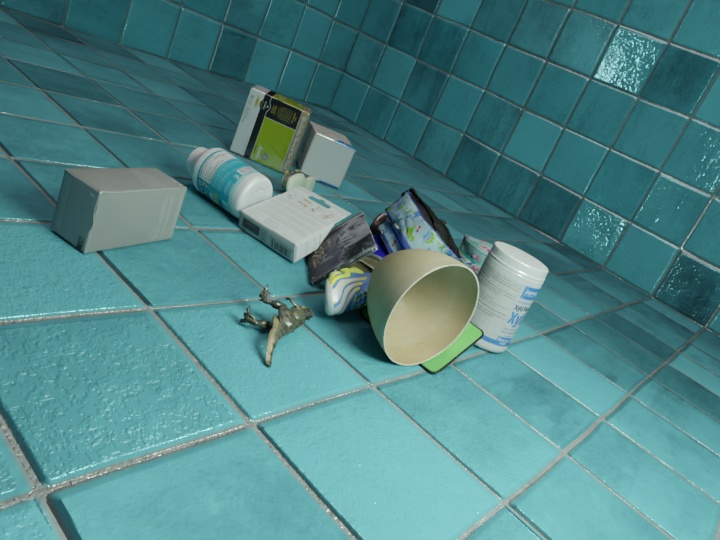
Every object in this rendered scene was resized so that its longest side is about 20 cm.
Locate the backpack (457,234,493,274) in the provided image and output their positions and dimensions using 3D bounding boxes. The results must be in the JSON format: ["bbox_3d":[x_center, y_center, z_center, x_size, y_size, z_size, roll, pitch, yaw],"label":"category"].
[{"bbox_3d":[0.309,0.013,1.486,0.175,0.152,0.201,21,24,-16],"label":"backpack"}]

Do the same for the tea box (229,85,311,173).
[{"bbox_3d":[-0.275,-0.439,1.837,0.194,0.203,0.134,23,18,-9],"label":"tea box"}]

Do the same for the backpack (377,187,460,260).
[{"bbox_3d":[0.146,-0.070,1.444,0.182,0.147,0.201,39,15,-35],"label":"backpack"}]

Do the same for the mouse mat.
[{"bbox_3d":[0.115,0.099,1.114,0.160,0.008,0.199,-29,53,-35],"label":"mouse mat"}]

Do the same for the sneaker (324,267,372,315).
[{"bbox_3d":[0.001,0.034,1.089,0.103,0.077,0.200,2,15,13],"label":"sneaker"}]

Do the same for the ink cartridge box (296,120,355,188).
[{"bbox_3d":[-0.123,-0.392,1.992,0.145,0.147,0.201,19,20,-18],"label":"ink cartridge box"}]

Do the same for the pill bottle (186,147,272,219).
[{"bbox_3d":[-0.299,-0.201,1.320,0.199,0.112,0.110,34,21,24],"label":"pill bottle"}]

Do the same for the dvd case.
[{"bbox_3d":[-0.044,-0.051,1.226,0.016,0.147,0.201,58,6,-24],"label":"dvd case"}]

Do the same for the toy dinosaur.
[{"bbox_3d":[-0.132,0.075,0.915,0.087,0.048,0.200,33,23,3],"label":"toy dinosaur"}]

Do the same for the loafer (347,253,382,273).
[{"bbox_3d":[0.000,0.000,1.247,0.069,0.076,0.199,-38,46,-22],"label":"loafer"}]

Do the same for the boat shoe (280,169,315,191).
[{"bbox_3d":[-0.184,-0.246,1.650,0.059,0.073,0.202,26,13,9],"label":"boat shoe"}]

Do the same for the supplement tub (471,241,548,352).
[{"bbox_3d":[0.294,0.057,1.249,0.130,0.203,0.132,22,19,-8],"label":"supplement tub"}]

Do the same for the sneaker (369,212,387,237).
[{"bbox_3d":[0.105,-0.099,1.624,0.115,0.077,0.199,36,21,20],"label":"sneaker"}]

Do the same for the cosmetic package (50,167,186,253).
[{"bbox_3d":[-0.387,-0.103,0.964,0.089,0.108,0.199,31,18,18],"label":"cosmetic package"}]

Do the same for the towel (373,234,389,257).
[{"bbox_3d":[0.007,-0.055,1.418,0.146,0.050,0.200,24,19,0],"label":"towel"}]

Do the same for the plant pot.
[{"bbox_3d":[0.088,0.042,1.024,0.198,0.203,0.135,8,26,-40],"label":"plant pot"}]

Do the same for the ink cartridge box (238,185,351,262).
[{"bbox_3d":[-0.139,-0.107,1.287,0.161,0.058,0.199,30,34,22],"label":"ink cartridge box"}]
